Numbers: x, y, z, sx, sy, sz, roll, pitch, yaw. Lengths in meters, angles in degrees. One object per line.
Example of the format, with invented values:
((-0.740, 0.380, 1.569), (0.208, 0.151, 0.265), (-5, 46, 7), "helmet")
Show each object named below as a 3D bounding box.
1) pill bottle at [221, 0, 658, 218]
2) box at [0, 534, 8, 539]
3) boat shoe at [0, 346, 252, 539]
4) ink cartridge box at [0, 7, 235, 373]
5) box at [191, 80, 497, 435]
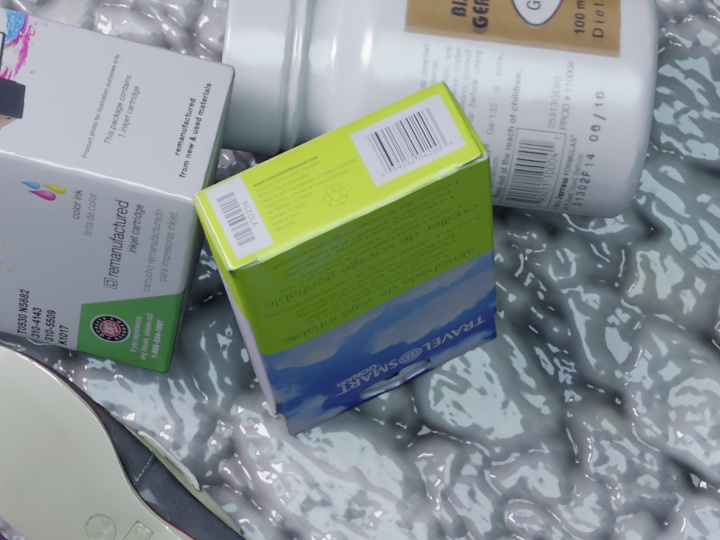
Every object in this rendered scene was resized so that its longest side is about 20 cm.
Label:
((0.034, -0.092, 1.066), (0.199, 0.114, 0.115), (6, 82, -3), "pill bottle")
((-0.138, 0.156, 1.009), (0.200, 0.143, 0.036), (36, 81, 1), "box")
((-0.112, 0.109, 1.059), (0.200, 0.063, 0.071), (42, 108, 4), "boat shoe")
((-0.168, -0.045, 1.023), (0.199, 0.145, 0.084), (14, 55, -2), "ink cartridge box")
((0.000, 0.000, 1.020), (0.122, 0.200, 0.048), (-25, 67, -6), "box")
